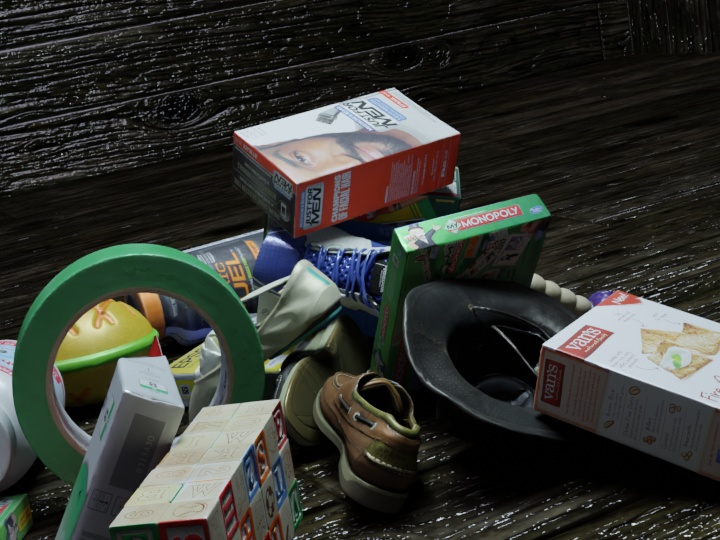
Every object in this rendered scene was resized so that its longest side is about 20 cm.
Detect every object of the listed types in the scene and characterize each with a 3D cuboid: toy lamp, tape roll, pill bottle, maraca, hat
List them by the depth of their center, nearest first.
[{"bbox_3d":[0.106,0.089,1.025,0.198,0.081,0.202,19,34,-13],"label":"hat"},{"bbox_3d":[-0.176,0.082,1.045,0.198,0.203,0.048,-12,13,-11],"label":"tape roll"},{"bbox_3d":[-0.320,0.129,1.117,0.107,0.110,0.200,-10,7,-3],"label":"pill bottle"},{"bbox_3d":[0.151,0.010,1.220,0.198,0.059,0.058,22,3,-20],"label":"toy lamp"},{"bbox_3d":[-0.301,0.087,1.321,0.198,0.109,0.137,-14,7,-20],"label":"maraca"},{"bbox_3d":[-0.168,0.023,1.502,0.198,0.108,0.106,-17,15,-27],"label":"pill bottle"}]

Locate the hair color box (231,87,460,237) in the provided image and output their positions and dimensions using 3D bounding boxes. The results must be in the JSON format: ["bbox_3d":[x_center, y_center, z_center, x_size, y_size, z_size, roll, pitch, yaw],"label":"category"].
[{"bbox_3d":[-0.013,-0.109,1.268,0.198,0.065,0.111,-21,44,-32],"label":"hair color box"}]

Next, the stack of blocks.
[{"bbox_3d":[-0.086,0.168,0.808,0.058,0.117,0.200,-7,13,10],"label":"stack of blocks"}]

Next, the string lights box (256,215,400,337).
[{"bbox_3d":[0.000,0.008,1.307,0.197,0.104,0.059,8,19,-5],"label":"string lights box"}]

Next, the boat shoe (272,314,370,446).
[{"bbox_3d":[-0.044,0.106,1.164,0.066,0.072,0.201,-31,12,24],"label":"boat shoe"}]

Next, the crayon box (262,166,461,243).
[{"bbox_3d":[-0.004,-0.032,1.372,0.197,0.174,0.059,4,41,-3],"label":"crayon box"}]

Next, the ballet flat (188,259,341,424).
[{"bbox_3d":[-0.100,0.063,1.170,0.200,0.070,0.069,-41,2,21],"label":"ballet flat"}]

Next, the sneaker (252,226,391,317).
[{"bbox_3d":[0.001,0.000,1.202,0.197,0.082,0.115,14,-6,1],"label":"sneaker"}]

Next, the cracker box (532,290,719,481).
[{"bbox_3d":[0.242,0.085,0.937,0.198,0.058,0.133,18,27,30],"label":"cracker box"}]

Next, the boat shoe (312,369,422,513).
[{"bbox_3d":[0.013,0.115,1.019,0.071,0.069,0.200,18,12,-18],"label":"boat shoe"}]

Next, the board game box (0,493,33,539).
[{"bbox_3d":[-0.334,0.222,0.950,0.133,0.030,0.200,-7,13,6],"label":"board game box"}]

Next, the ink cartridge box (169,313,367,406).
[{"bbox_3d":[-0.120,0.088,1.333,0.197,0.048,0.197,-1,16,24],"label":"ink cartridge box"}]

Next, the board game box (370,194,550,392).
[{"bbox_3d":[0.082,0.027,1.133,0.133,0.201,0.029,-14,52,-19],"label":"board game box"}]

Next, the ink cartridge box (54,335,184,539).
[{"bbox_3d":[-0.180,0.136,0.922,0.050,0.163,0.200,19,6,-18],"label":"ink cartridge box"}]
